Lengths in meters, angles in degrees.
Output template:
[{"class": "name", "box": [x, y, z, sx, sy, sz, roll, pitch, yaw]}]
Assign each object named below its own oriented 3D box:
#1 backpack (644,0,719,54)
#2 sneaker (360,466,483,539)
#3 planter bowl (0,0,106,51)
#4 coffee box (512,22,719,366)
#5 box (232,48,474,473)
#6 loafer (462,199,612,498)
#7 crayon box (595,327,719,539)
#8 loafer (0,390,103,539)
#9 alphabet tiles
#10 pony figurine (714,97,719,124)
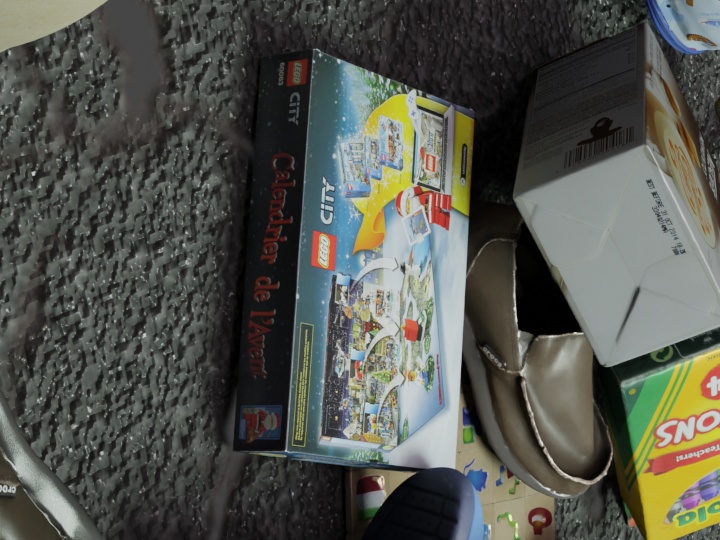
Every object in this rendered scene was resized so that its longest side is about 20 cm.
[{"class": "backpack", "box": [0.233, -0.233, 1.127, 0.200, 0.154, 0.191, -48, 123, -26]}, {"class": "sneaker", "box": [0.037, 0.201, 0.917, 0.082, 0.074, 0.201, 8, 95, -34]}, {"class": "planter bowl", "box": [-0.134, -0.183, 0.677, 0.200, 0.134, 0.201, 0, 89, -52]}, {"class": "coffee box", "box": [0.151, -0.049, 1.003, 0.115, 0.079, 0.200, 61, 20, -19]}, {"class": "box", "box": [0.000, 0.000, 0.911, 0.136, 0.038, 0.201, 14, 76, -48]}, {"class": "loafer", "box": [0.101, 0.047, 1.003, 0.073, 0.071, 0.200, -52, 123, -42]}, {"class": "crayon box", "box": [0.220, 0.095, 1.085, 0.200, 0.127, 0.051, 71, -3, -46]}, {"class": "loafer", "box": [-0.169, 0.078, 0.674, 0.200, 0.073, 0.071, 56, 47, -34]}, {"class": "alphabet tiles", "box": [0.055, 0.120, 1.009, 0.200, 0.008, 0.168, -2, 90, -52]}, {"class": "pony figurine", "box": [0.267, -0.020, 1.153, 0.166, 0.193, 0.201, 8, 70, -7]}]
